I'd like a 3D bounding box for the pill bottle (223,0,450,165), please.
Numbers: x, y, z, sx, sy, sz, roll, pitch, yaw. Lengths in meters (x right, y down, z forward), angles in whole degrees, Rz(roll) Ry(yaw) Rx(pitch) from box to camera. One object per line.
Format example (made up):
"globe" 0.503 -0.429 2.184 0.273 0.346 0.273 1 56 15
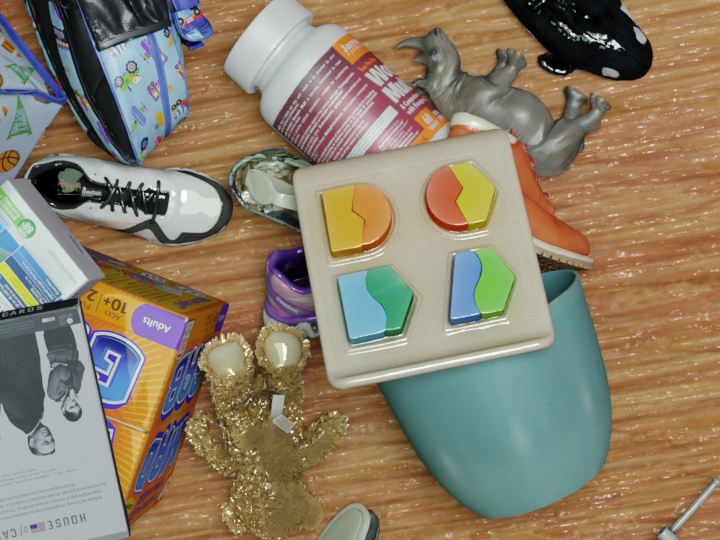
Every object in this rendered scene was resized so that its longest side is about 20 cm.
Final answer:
"pill bottle" -0.020 -0.147 1.320 0.200 0.110 0.110 42 95 2

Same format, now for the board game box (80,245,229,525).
"board game box" -0.254 0.093 1.302 0.197 0.200 0.202 20 93 4

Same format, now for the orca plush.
"orca plush" 0.182 -0.246 1.319 0.105 0.071 0.201 -36 89 5

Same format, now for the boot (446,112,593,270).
"boot" 0.140 -0.064 1.298 0.199 0.075 0.109 25 73 -37

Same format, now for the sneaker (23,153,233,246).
"sneaker" -0.216 -0.063 1.355 0.197 0.080 0.075 7 93 3

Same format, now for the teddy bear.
"teddy bear" -0.087 0.142 1.339 0.144 0.067 0.202 -30 114 -12

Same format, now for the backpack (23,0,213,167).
"backpack" -0.208 -0.201 1.304 0.133 0.182 0.202 -26 108 -17

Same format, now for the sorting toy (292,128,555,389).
"sorting toy" 0.047 -0.015 1.184 0.182 0.037 0.203 -11 66 0

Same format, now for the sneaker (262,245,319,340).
"sneaker" 0.000 0.000 1.324 0.197 0.081 0.089 -13 133 5

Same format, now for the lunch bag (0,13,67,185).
"lunch bag" -0.387 -0.162 1.327 0.170 0.123 0.201 -49 61 20

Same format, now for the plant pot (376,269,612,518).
"plant pot" 0.126 0.114 1.281 0.198 0.201 0.163 -23 98 5

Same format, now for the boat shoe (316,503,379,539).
"boat shoe" -0.022 0.315 1.369 0.067 0.072 0.203 20 86 -33

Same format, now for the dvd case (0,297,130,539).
"dvd case" -0.271 0.132 1.155 0.148 0.025 0.203 -11 109 -6

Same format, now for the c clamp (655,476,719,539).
"c clamp" 0.318 0.317 1.321 0.170 0.027 0.201 -39 89 0

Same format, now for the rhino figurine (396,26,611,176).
"rhino figurine" 0.119 -0.157 1.334 0.198 0.060 0.088 29 91 5

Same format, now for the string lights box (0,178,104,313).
"string lights box" -0.313 0.031 1.175 0.199 0.059 0.103 -41 90 5

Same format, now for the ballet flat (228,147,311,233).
"ballet flat" -0.038 -0.053 1.269 0.198 0.074 0.075 21 95 37
